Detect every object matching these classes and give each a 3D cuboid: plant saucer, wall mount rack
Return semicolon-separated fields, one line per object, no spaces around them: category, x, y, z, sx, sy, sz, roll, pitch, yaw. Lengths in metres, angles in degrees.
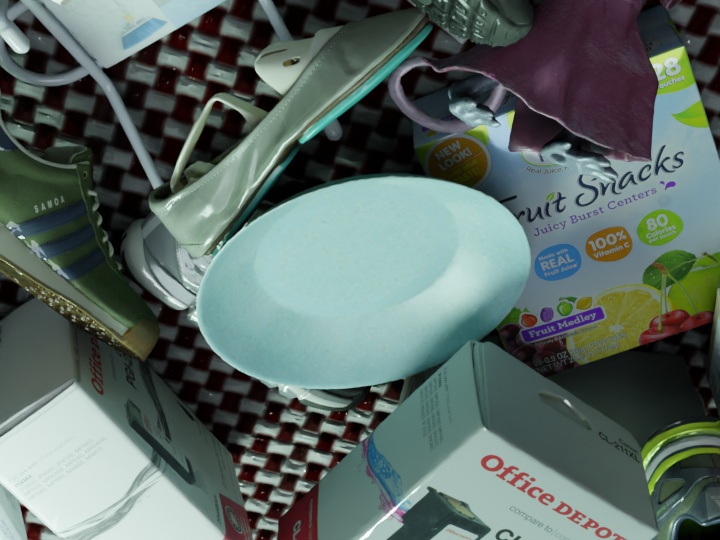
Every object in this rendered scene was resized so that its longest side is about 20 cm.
plant saucer;0.000;0.000;0.786;0.201;0.039;0.201;-8;142;-7
wall mount rack;-0.108;-0.126;0.759;0.200;0.075;0.174;-25;135;16

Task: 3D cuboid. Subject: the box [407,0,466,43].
box;-0.006;-0.204;0.729;0.200;0.041;0.039;35;116;-22

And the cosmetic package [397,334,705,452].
cosmetic package;0.132;0.110;0.909;0.200;0.107;0.090;10;125;-7

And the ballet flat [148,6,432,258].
ballet flat;-0.047;-0.086;0.722;0.064;0.067;0.200;44;116;-5

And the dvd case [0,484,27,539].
dvd case;-0.269;0.071;0.847;0.018;0.143;0.200;-24;124;-9

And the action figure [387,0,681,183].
action figure;0.131;-0.152;0.724;0.134;0.149;0.200;30;77;-38

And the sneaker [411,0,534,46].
sneaker;0.035;-0.204;0.648;0.091;0.076;0.200;-32;89;-9

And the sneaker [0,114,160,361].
sneaker;-0.176;-0.031;0.776;0.200;0.067;0.090;42;71;-37

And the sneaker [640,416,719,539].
sneaker;0.203;0.191;0.856;0.074;0.081;0.200;-1;128;-3

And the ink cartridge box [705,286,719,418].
ink cartridge box;0.277;0.106;0.828;0.075;0.165;0.200;-14;157;7

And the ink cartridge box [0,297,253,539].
ink cartridge box;-0.163;0.122;0.876;0.085;0.146;0.200;-37;120;5

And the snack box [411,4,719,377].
snack box;0.144;-0.041;0.829;0.169;0.068;0.200;-21;121;12

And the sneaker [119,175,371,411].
sneaker;-0.046;0.005;0.851;0.200;0.075;0.115;35;114;-22

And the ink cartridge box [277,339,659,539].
ink cartridge box;0.062;0.159;0.827;0.146;0.083;0.200;32;120;-21
